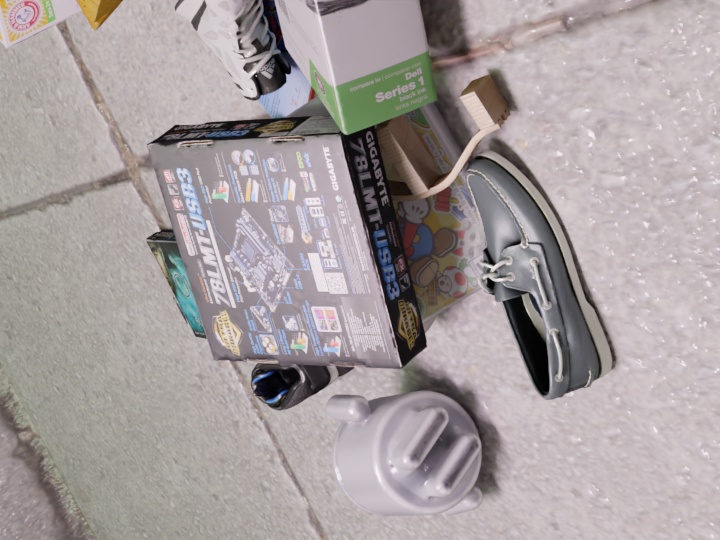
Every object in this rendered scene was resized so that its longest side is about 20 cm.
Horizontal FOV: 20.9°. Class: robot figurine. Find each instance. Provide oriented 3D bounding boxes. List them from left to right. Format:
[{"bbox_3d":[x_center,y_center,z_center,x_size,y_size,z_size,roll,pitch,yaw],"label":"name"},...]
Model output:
[{"bbox_3d":[0.041,0.173,1.837,0.170,0.113,0.200,43,161,-11],"label":"robot figurine"}]

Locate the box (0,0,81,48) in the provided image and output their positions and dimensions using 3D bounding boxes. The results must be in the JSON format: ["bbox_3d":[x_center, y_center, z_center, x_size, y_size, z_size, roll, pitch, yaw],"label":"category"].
[{"bbox_3d":[-0.383,-0.360,2.103,0.112,0.101,0.201,43,154,36],"label":"box"}]

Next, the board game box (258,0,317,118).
[{"bbox_3d":[-0.067,-0.195,1.725,0.103,0.019,0.200,52,158,16],"label":"board game box"}]

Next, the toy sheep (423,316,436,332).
[{"bbox_3d":[0.000,0.000,1.681,0.138,0.138,0.200,33,165,49],"label":"toy sheep"}]

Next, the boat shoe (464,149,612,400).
[{"bbox_3d":[0.125,0.006,1.498,0.201,0.062,0.073,63,158,-10],"label":"boat shoe"}]

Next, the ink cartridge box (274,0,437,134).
[{"bbox_3d":[-0.018,-0.228,1.441,0.146,0.084,0.201,-121,15,-50],"label":"ink cartridge box"}]

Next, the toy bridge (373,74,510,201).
[{"bbox_3d":[0.036,-0.088,1.507,0.199,0.027,0.067,-20,112,41],"label":"toy bridge"}]

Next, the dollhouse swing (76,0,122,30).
[{"bbox_3d":[-0.240,-0.358,1.714,0.175,0.182,0.200,38,159,-2],"label":"dollhouse swing"}]

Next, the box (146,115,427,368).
[{"bbox_3d":[-0.058,-0.021,1.556,0.197,0.050,0.202,0,115,37],"label":"box"}]

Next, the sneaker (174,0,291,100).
[{"bbox_3d":[-0.089,-0.212,1.652,0.116,0.076,0.200,52,167,-5],"label":"sneaker"}]

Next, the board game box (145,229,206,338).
[{"bbox_3d":[-0.175,0.019,2.237,0.136,0.028,0.200,64,159,-13],"label":"board game box"}]

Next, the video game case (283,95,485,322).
[{"bbox_3d":[0.008,-0.050,1.579,0.181,0.023,0.201,-30,91,25],"label":"video game case"}]

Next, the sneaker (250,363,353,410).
[{"bbox_3d":[-0.071,0.099,1.992,0.073,0.111,0.200,59,159,3],"label":"sneaker"}]
